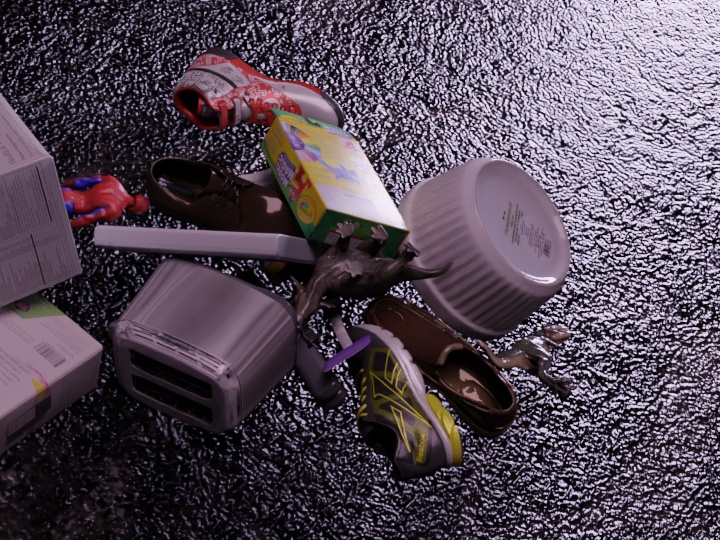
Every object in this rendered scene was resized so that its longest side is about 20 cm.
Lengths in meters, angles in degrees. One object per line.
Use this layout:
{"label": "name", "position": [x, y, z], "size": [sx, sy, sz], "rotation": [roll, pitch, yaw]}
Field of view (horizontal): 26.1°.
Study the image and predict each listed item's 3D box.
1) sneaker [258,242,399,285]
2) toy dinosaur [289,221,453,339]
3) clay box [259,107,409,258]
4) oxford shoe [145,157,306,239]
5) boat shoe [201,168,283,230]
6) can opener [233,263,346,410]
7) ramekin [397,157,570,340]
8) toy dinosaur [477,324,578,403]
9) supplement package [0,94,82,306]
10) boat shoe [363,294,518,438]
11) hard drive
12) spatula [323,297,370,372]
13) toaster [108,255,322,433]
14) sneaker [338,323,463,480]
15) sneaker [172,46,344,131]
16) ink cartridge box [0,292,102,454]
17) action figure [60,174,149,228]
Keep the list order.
{"label": "sneaker", "position": [-0.019, -0.011, 1.746], "size": [0.200, 0.078, 0.082], "rotation": [-1, 51, -9]}
{"label": "toy dinosaur", "position": [0.000, 0.000, 1.630], "size": [0.200, 0.102, 0.077], "rotation": [-17, 70, -33]}
{"label": "clay box", "position": [-0.035, -0.099, 1.712], "size": [0.115, 0.048, 0.200], "rotation": [14, 31, -34]}
{"label": "oxford shoe", "position": [-0.142, -0.072, 1.685], "size": [0.200, 0.084, 0.073], "rotation": [15, 73, 4]}
{"label": "boat shoe", "position": [-0.095, -0.080, 1.781], "size": [0.200, 0.072, 0.069], "rotation": [-13, 62, -33]}
{"label": "can opener", "position": [-0.094, 0.074, 1.655], "size": [0.067, 0.053, 0.200], "rotation": [-34, 62, -4]}
{"label": "ramekin", "position": [0.145, -0.033, 1.742], "size": [0.200, 0.105, 0.200], "rotation": [28, 46, -33]}
{"label": "toy dinosaur", "position": [0.195, 0.103, 1.706], "size": [0.088, 0.047, 0.200], "rotation": [45, 22, 19]}
{"label": "supplement package", "position": [-0.411, -0.061, 1.520], "size": [0.200, 0.147, 0.191], "rotation": [-24, 40, -20]}
{"label": "boat shoe", "position": [0.090, 0.090, 1.656], "size": [0.202, 0.075, 0.075], "rotation": [38, 69, 9]}
{"label": "hard drive", "position": [-0.159, -0.027, 1.626], "size": [0.200, 0.027, 0.132], "rotation": [3, -1, 16]}
{"label": "spatula", "position": [-0.022, 0.060, 1.646], "size": [0.021, 0.056, 0.200], "rotation": [56, 5, -22]}
{"label": "toaster", "position": [-0.154, 0.079, 1.559], "size": [0.200, 0.114, 0.129], "rotation": [23, 46, 19]}
{"label": "sneaker", "position": [0.025, 0.135, 1.612], "size": [0.085, 0.075, 0.200], "rotation": [-23, 52, -24]}
{"label": "sneaker", "position": [-0.128, -0.194, 1.881], "size": [0.201, 0.067, 0.108], "rotation": [26, 45, 10]}
{"label": "ink cartridge box", "position": [-0.360, 0.108, 1.493], "size": [0.117, 0.067, 0.200], "rotation": [37, 45, 18]}
{"label": "action figure", "position": [-0.331, -0.074, 1.696], "size": [0.200, 0.052, 0.065], "rotation": [0, 52, -13]}
